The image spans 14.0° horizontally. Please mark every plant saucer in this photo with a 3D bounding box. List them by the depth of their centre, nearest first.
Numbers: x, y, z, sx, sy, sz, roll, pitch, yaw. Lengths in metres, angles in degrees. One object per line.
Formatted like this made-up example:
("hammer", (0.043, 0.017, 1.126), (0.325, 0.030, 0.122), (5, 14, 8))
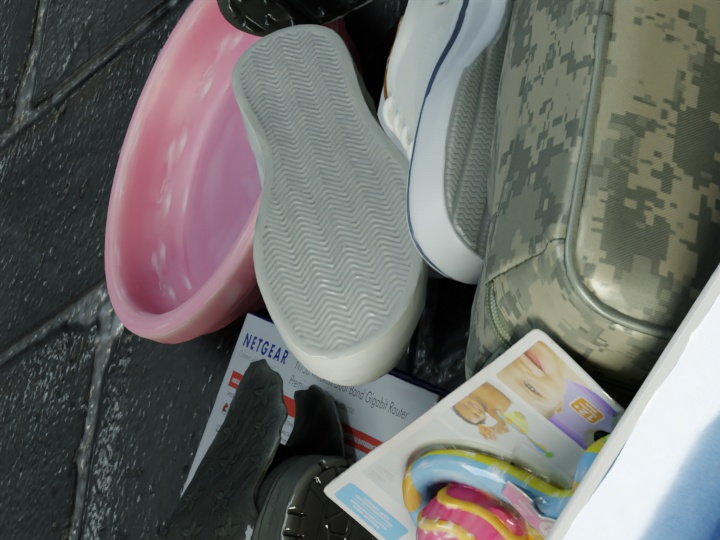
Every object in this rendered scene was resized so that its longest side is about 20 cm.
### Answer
("plant saucer", (-0.058, -0.057, 1.436), (0.201, 0.051, 0.201), (-43, 37, 44))

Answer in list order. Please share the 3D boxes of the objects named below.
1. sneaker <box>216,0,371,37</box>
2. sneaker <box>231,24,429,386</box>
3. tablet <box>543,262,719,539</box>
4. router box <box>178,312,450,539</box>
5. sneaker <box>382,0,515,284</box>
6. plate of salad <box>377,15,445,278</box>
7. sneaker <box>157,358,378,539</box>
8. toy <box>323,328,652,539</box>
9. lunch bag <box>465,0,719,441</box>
("sneaker", (0.010, -0.188, 1.361), (0.200, 0.066, 0.091), (-46, 20, 8))
("sneaker", (0.000, 0.000, 1.195), (0.074, 0.116, 0.200), (-16, 40, 5))
("tablet", (0.143, 0.063, 0.893), (0.200, 0.130, 0.014), (-60, 6, 21))
("router box", (-0.021, 0.124, 1.242), (0.200, 0.049, 0.180), (21, 91, 64))
("sneaker", (0.045, -0.061, 1.139), (0.071, 0.073, 0.200), (-33, 26, 36))
("plate of salad", (0.051, -0.095, 1.257), (0.200, 0.048, 0.200), (-42, 38, 43))
("sneaker", (-0.047, 0.134, 1.168), (0.104, 0.060, 0.200), (2, 69, 60))
("toy", (0.054, 0.098, 0.999), (0.047, 0.115, 0.200), (-50, 3, -31))
("lunch bag", (0.107, -0.038, 1.010), (0.168, 0.139, 0.200), (143, 140, -63))
